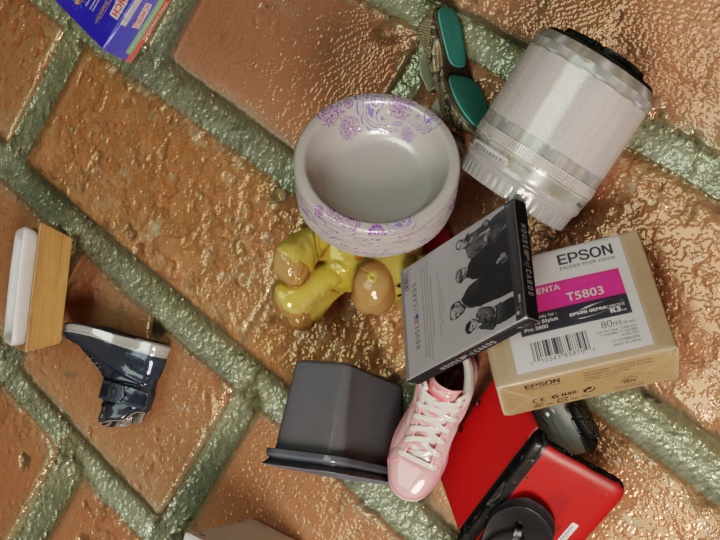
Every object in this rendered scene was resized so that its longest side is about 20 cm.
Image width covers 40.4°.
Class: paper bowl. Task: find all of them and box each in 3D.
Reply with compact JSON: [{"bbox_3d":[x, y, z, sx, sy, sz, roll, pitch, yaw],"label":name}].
[{"bbox_3d":[0.019,-0.107,1.195,0.199,0.105,0.202,0,61,-1],"label":"paper bowl"}]

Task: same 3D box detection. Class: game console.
[{"bbox_3d":[0.196,0.246,1.167,0.172,0.119,0.200,28,125,0],"label":"game console"}]

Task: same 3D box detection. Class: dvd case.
[{"bbox_3d":[0.118,0.027,1.115,0.200,0.025,0.151,-35,47,44],"label":"dvd case"}]

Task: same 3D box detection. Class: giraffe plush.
[{"bbox_3d":[0.000,0.000,1.275,0.162,0.173,0.201,24,72,21],"label":"giraffe plush"}]

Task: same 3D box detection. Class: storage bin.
[{"bbox_3d":[-0.029,0.195,1.246,0.145,0.200,0.135,1,74,30],"label":"storage bin"}]

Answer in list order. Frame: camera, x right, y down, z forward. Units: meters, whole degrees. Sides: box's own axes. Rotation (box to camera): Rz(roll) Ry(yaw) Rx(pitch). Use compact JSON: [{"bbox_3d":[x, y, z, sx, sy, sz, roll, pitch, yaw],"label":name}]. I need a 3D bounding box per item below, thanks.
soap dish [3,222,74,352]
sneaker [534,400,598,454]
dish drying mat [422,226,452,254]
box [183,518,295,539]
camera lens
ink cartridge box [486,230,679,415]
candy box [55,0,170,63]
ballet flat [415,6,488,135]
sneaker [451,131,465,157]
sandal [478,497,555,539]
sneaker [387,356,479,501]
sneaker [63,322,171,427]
[{"bbox_3d":[-0.516,0.028,1.564,0.157,0.081,0.201,179,98,-65],"label":"soap dish"},{"bbox_3d":[0.205,0.141,1.181,0.087,0.074,0.201,-35,68,28],"label":"sneaker"},{"bbox_3d":[0.113,0.017,1.276,0.077,0.018,0.201,-37,69,24],"label":"dish drying mat"},{"bbox_3d":[-0.176,0.455,1.314,0.106,0.152,0.201,17,94,31],"label":"box"},{"bbox_3d":[0.231,-0.169,1.146,0.160,0.160,0.201,39,103,27],"label":"camera lens"},{"bbox_3d":[0.238,0.058,1.103,0.199,0.075,0.165,-15,54,8],"label":"ink cartridge box"},{"bbox_3d":[-0.404,-0.468,1.589,0.200,0.077,0.169,46,105,27],"label":"candy box"},{"bbox_3d":[0.115,-0.249,1.285,0.075,0.068,0.201,-36,61,45],"label":"ballet flat"},{"bbox_3d":[0.046,-0.188,1.307,0.199,0.070,0.076,4,71,23],"label":"sneaker"},{"bbox_3d":[0.160,0.338,1.136,0.076,0.043,0.201,30,125,-1],"label":"sandal"},{"bbox_3d":[0.084,0.180,1.181,0.075,0.105,0.201,23,80,13],"label":"sneaker"},{"bbox_3d":[-0.397,0.162,1.516,0.201,0.077,0.147,13,89,29],"label":"sneaker"}]
